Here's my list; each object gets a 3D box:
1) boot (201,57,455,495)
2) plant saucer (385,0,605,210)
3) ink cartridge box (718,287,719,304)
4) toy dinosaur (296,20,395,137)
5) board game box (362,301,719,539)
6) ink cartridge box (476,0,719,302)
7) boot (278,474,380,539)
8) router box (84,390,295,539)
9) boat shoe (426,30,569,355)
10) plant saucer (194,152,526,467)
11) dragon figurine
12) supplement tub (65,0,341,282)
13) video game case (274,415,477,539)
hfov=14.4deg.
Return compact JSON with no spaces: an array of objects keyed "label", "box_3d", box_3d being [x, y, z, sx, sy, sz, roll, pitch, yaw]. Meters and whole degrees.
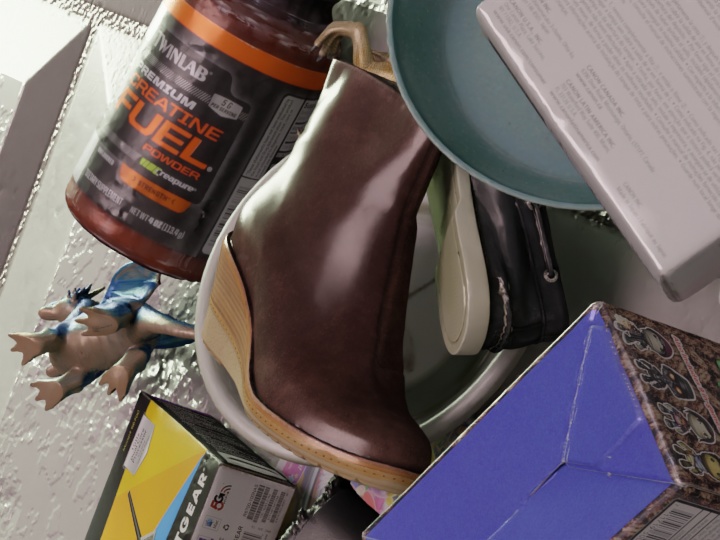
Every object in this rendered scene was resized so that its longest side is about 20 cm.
[{"label":"boot","box_3d":[0.000,0.000,1.368,0.200,0.072,0.167,41,108,50]},{"label":"plant saucer","box_3d":[0.113,-0.115,1.356,0.200,0.036,0.200,-2,69,6]},{"label":"ink cartridge box","box_3d":[0.249,-0.073,1.188,0.176,0.045,0.200,1,76,31]},{"label":"toy dinosaur","box_3d":[0.025,-0.097,1.531,0.101,0.058,0.200,29,107,37]},{"label":"board game box","box_3d":[0.133,0.119,1.173,0.159,0.200,0.097,-46,44,28]},{"label":"ink cartridge box","box_3d":[0.177,-0.107,1.286,0.200,0.057,0.163,-33,69,1]},{"label":"boot","box_3d":[0.036,0.153,1.355,0.162,0.073,0.198,35,110,33]},{"label":"router box","box_3d":[-0.115,0.182,1.556,0.200,0.051,0.149,-69,24,4]},{"label":"boat shoe","box_3d":[0.071,-0.049,1.395,0.075,0.066,0.200,110,160,-53]},{"label":"plant saucer","box_3d":[0.012,0.016,1.460,0.200,0.050,0.200,-13,59,23]},{"label":"dragon figurine","box_3d":[-0.133,0.031,1.638,0.200,0.099,0.059,-19,104,40]},{"label":"supplement tub","box_3d":[-0.080,-0.101,1.607,0.200,0.107,0.107,-61,39,14]},{"label":"video game case","box_3d":[0.018,0.130,1.462,0.200,0.018,0.143,44,110,50]}]
